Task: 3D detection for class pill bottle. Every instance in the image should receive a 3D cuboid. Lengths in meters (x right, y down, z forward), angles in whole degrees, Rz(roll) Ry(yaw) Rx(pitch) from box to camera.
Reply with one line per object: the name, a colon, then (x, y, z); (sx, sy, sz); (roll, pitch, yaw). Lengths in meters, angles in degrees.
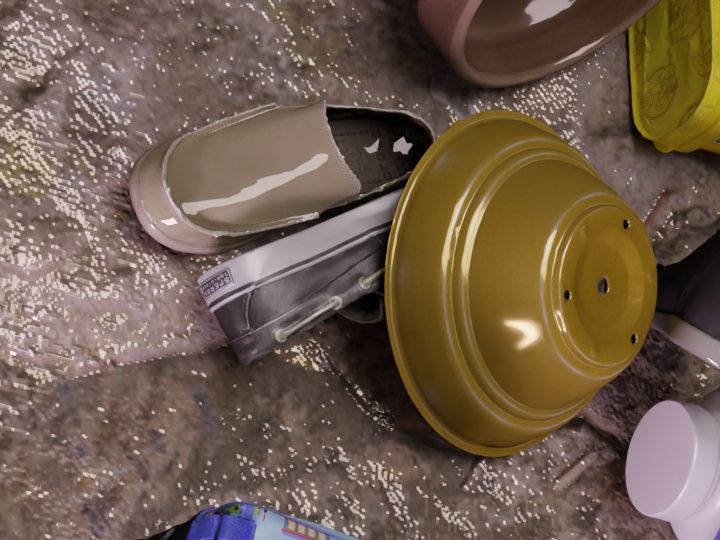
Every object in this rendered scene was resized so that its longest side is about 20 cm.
pill bottle: (0.258, 0.129, 1.744); (0.200, 0.111, 0.111); (13, 62, -27)

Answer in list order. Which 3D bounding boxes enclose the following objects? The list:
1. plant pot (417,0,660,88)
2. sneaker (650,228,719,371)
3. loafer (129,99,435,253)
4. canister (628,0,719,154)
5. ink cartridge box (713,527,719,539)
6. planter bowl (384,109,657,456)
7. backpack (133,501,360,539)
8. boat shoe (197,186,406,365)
plant pot: (0.093, -0.239, 1.776); (0.200, 0.200, 0.175); (-16, 62, -37)
sneaker: (0.221, 0.004, 1.717); (0.075, 0.200, 0.106); (32, 92, -9)
loafer: (-0.040, -0.062, 1.667); (0.200, 0.068, 0.076); (-15, 77, -37)
canister: (0.277, -0.130, 1.893); (0.200, 0.087, 0.149); (15, 62, -28)
ink cartridge box: (0.306, 0.156, 1.687); (0.200, 0.047, 0.198); (27, 92, -30)
planter bowl: (0.110, 0.008, 1.672); (0.200, 0.083, 0.200); (-1, 91, -46)
backpack: (-0.050, 0.238, 1.482); (0.183, 0.135, 0.200); (27, 59, -19)
boat shoe: (0.000, 0.000, 1.668); (0.200, 0.071, 0.064); (-23, 85, -32)
